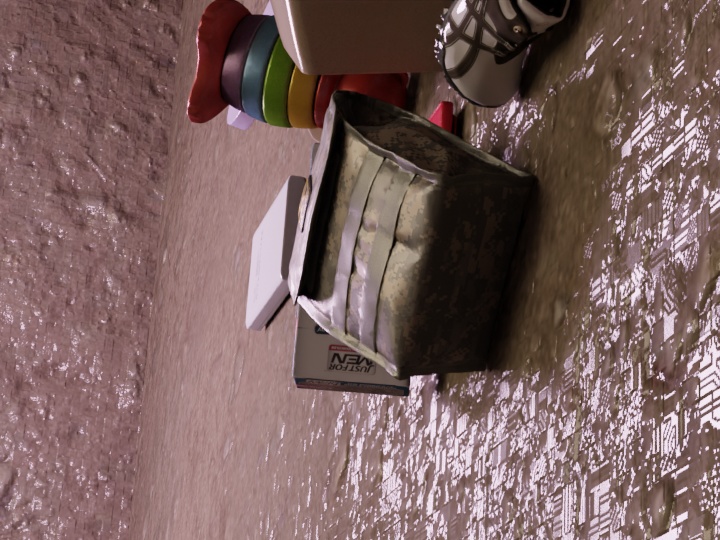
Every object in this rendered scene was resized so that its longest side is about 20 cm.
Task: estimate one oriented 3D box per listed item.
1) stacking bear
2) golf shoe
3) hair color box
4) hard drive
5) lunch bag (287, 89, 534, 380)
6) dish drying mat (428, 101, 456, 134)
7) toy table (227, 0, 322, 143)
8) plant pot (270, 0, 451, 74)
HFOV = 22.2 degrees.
[{"bbox_3d":[-0.051,-0.183,1.770,0.114,0.198,0.122,-48,-28,-60],"label":"stacking bear"},{"bbox_3d":[0.108,-0.183,1.344,0.094,0.078,0.201,37,154,32],"label":"golf shoe"},{"bbox_3d":[0.000,0.000,1.541,0.061,0.099,0.202,87,-172,-77],"label":"hair color box"},{"bbox_3d":[-0.104,-0.018,2.241,0.200,0.026,0.133,130,146,-66],"label":"hard drive"},{"bbox_3d":[0.017,-0.033,1.409,0.200,0.117,0.165,32,116,45],"label":"lunch bag"},{"bbox_3d":[0.063,-0.039,1.573,0.077,0.018,0.202,133,143,-71],"label":"dish drying mat"},{"bbox_3d":[-0.052,-0.218,1.917,0.200,0.116,0.185,124,159,-51],"label":"toy table"},{"bbox_3d":[0.004,-0.273,1.626,0.200,0.198,0.179,-121,31,-70],"label":"plant pot"}]
